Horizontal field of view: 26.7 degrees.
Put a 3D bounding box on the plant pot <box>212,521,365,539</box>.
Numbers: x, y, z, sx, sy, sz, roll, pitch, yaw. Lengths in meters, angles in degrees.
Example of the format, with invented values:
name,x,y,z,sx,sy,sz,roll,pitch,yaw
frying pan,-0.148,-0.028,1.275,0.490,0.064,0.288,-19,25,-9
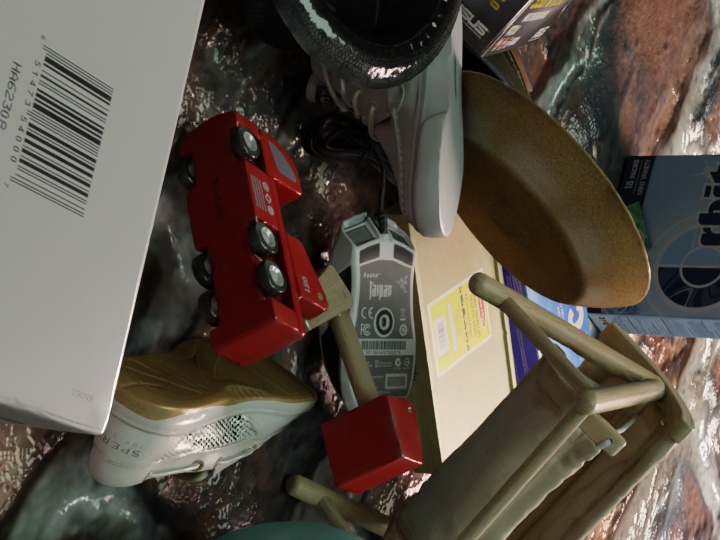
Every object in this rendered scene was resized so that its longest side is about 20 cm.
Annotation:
name,x,y,z,sx,sy,sz,roll,pitch,yaw
plant pot,-0.046,0.232,0.828,0.161,0.200,0.201,-42,126,-60

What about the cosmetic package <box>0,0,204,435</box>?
name,x,y,z,sx,sy,sz,roll,pitch,yaw
cosmetic package,-0.185,-0.053,0.582,0.123,0.200,0.200,32,66,-56

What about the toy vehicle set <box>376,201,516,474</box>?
name,x,y,z,sx,sy,sz,roll,pitch,yaw
toy vehicle set,0.068,0.036,1.130,0.124,0.026,0.200,-30,116,-52

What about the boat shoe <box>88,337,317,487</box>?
name,x,y,z,sx,sy,sz,roll,pitch,yaw
boat shoe,-0.093,0.085,0.862,0.200,0.071,0.069,2,117,-64

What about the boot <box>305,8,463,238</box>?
name,x,y,z,sx,sy,sz,roll,pitch,yaw
boot,0.014,-0.104,0.952,0.074,0.095,0.200,72,18,-54

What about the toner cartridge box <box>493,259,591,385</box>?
name,x,y,z,sx,sy,sz,roll,pitch,yaw
toner cartridge box,0.145,0.034,1.232,0.095,0.043,0.200,-40,124,-47

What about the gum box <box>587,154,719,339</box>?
name,x,y,z,sx,sy,sz,roll,pitch,yaw
gum box,0.317,-0.022,1.348,0.045,0.200,0.170,46,55,-47

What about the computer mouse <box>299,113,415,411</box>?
name,x,y,z,sx,sy,sz,roll,pitch,yaw
computer mouse,0.000,0.000,1.008,0.110,0.044,0.201,5,88,-47

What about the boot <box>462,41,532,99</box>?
name,x,y,z,sx,sy,sz,roll,pitch,yaw
boot,0.104,-0.087,1.085,0.097,0.075,0.200,4,55,-61

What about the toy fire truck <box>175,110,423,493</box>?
name,x,y,z,sx,sy,sz,roll,pitch,yaw
toy fire truck,-0.035,0.017,0.876,0.141,0.049,0.200,32,37,-51

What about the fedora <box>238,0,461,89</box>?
name,x,y,z,sx,sy,sz,roll,pitch,yaw
fedora,-0.021,-0.201,0.907,0.200,0.091,0.201,9,78,-46

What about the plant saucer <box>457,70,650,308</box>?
name,x,y,z,sx,sy,sz,roll,pitch,yaw
plant saucer,0.110,-0.043,1.020,0.035,0.200,0.200,-40,129,-15

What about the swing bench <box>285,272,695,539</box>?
name,x,y,z,sx,sy,sz,roll,pitch,yaw
swing bench,0.099,0.129,0.996,0.199,0.130,0.200,-50,144,15

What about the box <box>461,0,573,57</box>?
name,x,y,z,sx,sy,sz,roll,pitch,yaw
box,0.144,-0.230,1.082,0.048,0.158,0.200,45,20,4
